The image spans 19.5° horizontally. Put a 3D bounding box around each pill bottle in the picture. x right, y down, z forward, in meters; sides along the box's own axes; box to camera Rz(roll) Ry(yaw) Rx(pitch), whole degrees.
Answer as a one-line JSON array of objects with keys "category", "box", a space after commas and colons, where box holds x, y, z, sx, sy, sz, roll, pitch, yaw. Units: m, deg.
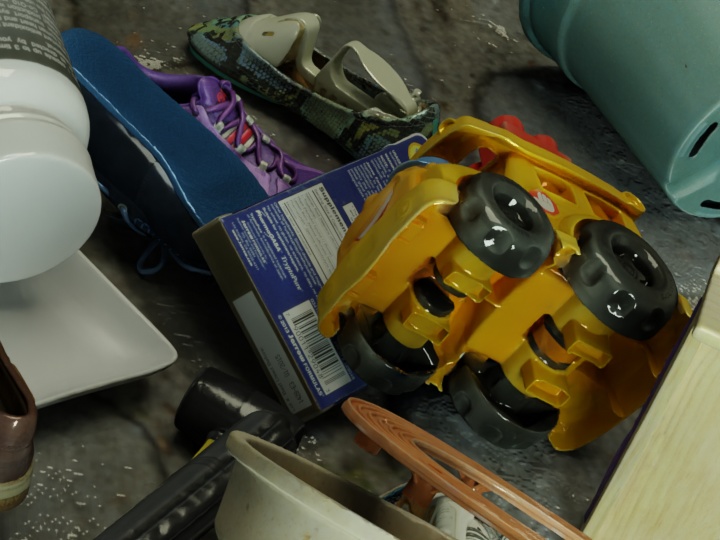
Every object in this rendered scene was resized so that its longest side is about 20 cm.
[{"category": "pill bottle", "box": [-0.212, -0.100, 1.136, 0.113, 0.114, 0.201, 1, 47, -30]}]

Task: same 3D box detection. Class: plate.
[{"category": "plate", "box": [-0.228, 0.019, 1.103, 0.199, 0.032, 0.200, -17, 50, -45]}]

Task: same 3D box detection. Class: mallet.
[{"category": "mallet", "box": [-0.104, 0.112, 1.045, 0.066, 0.041, 0.200, 35, 39, 16]}]

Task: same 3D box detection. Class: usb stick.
[{"category": "usb stick", "box": [-0.101, 0.125, 0.971, 0.200, 0.055, 0.033, -38, 99, -45]}]

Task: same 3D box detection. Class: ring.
[{"category": "ring", "box": [0.073, 0.116, 0.916, 0.200, 0.019, 0.200, 33, 2, -1]}]

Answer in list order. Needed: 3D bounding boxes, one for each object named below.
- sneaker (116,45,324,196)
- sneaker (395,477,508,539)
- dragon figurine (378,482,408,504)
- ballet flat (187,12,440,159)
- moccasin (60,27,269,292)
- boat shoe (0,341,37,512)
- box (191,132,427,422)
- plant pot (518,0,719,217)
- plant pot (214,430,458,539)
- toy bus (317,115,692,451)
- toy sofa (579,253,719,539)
[{"category": "sneaker", "box": [-0.083, -0.072, 1.273, 0.199, 0.084, 0.081, 25, 33, 1]}, {"category": "sneaker", "box": [0.058, 0.152, 1.009, 0.087, 0.076, 0.200, 29, 13, -4]}, {"category": "dragon figurine", "box": [-0.033, 0.173, 0.973, 0.199, 0.059, 0.099, -20, 54, -41]}, {"category": "ballet flat", "box": [-0.027, -0.135, 1.411, 0.199, 0.075, 0.074, 32, 34, 14]}, {"category": "moccasin", "box": [-0.118, -0.053, 1.224, 0.200, 0.068, 0.080, 50, 34, 6]}, {"category": "boat shoe", "box": [-0.209, 0.025, 1.011, 0.072, 0.072, 0.200, -5, 43, -35]}, {"category": "box", "box": [0.000, 0.000, 1.219, 0.200, 0.032, 0.122, -26, 87, -48]}, {"category": "plant pot", "box": [0.244, -0.158, 1.508, 0.199, 0.201, 0.197, -1, 47, -32]}, {"category": "plant pot", "box": [-0.006, 0.191, 0.816, 0.199, 0.184, 0.200, 28, -3, 1]}, {"category": "toy bus", "box": [0.075, -0.021, 1.196, 0.199, 0.136, 0.193, 24, 38, -29]}, {"category": "toy sofa", "box": [0.185, 0.087, 1.102, 0.082, 0.201, 0.098, 25, 39, 5]}]
